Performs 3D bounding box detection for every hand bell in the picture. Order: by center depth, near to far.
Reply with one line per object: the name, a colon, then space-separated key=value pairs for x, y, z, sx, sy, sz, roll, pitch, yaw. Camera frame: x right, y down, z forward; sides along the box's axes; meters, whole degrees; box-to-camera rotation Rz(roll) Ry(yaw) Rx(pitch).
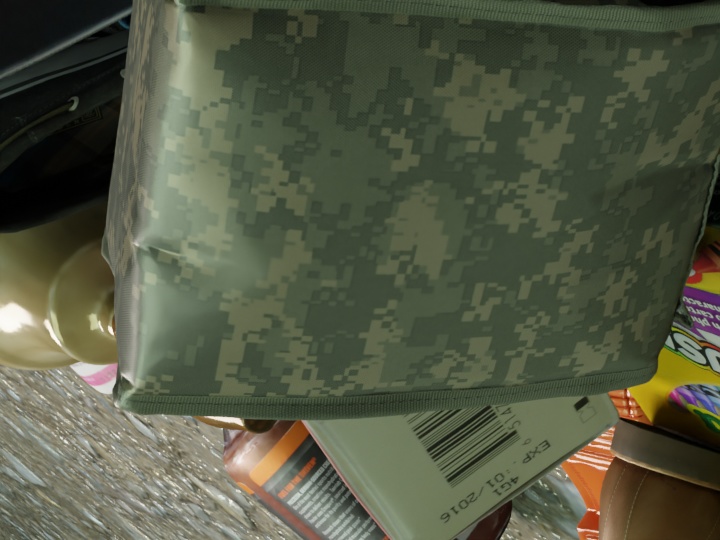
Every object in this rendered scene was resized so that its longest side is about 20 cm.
hand bell: x=-0.083 y=0.023 z=0.857 sx=0.104 sy=0.104 sz=0.200 roll=51 pitch=168 yaw=-34

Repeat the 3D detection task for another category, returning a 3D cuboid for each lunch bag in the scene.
lunch bag: x=0.024 y=-0.043 z=0.703 sx=0.118 sy=0.199 sz=0.164 roll=-102 pitch=19 yaw=-53

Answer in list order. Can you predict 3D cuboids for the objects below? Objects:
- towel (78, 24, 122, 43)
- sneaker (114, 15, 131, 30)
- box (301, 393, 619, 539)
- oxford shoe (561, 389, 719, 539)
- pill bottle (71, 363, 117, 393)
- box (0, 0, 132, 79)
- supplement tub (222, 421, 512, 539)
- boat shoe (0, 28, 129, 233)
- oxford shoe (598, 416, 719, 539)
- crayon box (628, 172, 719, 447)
towel: x=-0.131 y=-0.088 z=1.104 sx=0.200 sy=0.086 sz=0.166 roll=27 pitch=158 yaw=35
sneaker: x=-0.106 y=-0.145 z=0.939 sx=0.200 sy=0.073 sz=0.072 roll=23 pitch=158 yaw=44
box: x=0.000 y=0.000 z=0.909 sx=0.200 sy=0.109 sz=0.128 roll=53 pitch=178 yaw=46
oxford shoe: x=0.130 y=0.071 z=1.006 sx=0.071 sy=0.073 sz=0.201 roll=17 pitch=132 yaw=46
pill bottle: x=-0.189 y=-0.030 z=1.316 sx=0.200 sy=0.113 sz=0.113 roll=44 pitch=162 yaw=-18
box: x=-0.172 y=-0.177 z=0.833 sx=0.148 sy=0.107 sz=0.201 roll=4 pitch=121 yaw=61
supplement tub: x=-0.010 y=0.118 z=1.334 sx=0.200 sy=0.107 sz=0.107 roll=40 pitch=162 yaw=-5
boat shoe: x=-0.069 y=-0.067 z=0.853 sx=0.069 sy=0.199 sz=0.057 roll=74 pitch=173 yaw=-47
oxford shoe: x=0.167 y=0.119 z=0.959 sx=0.200 sy=0.072 sz=0.071 roll=19 pitch=179 yaw=-43
crayon box: x=0.157 y=0.013 z=0.816 sx=0.200 sy=0.058 sz=0.173 roll=19 pitch=153 yaw=50
